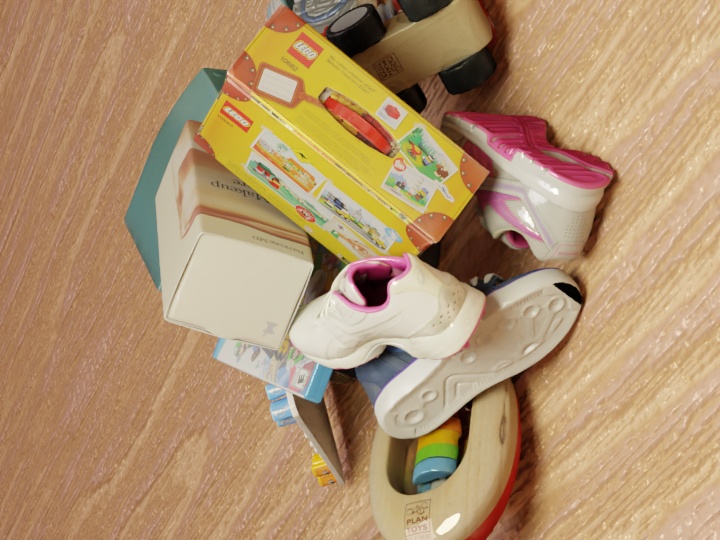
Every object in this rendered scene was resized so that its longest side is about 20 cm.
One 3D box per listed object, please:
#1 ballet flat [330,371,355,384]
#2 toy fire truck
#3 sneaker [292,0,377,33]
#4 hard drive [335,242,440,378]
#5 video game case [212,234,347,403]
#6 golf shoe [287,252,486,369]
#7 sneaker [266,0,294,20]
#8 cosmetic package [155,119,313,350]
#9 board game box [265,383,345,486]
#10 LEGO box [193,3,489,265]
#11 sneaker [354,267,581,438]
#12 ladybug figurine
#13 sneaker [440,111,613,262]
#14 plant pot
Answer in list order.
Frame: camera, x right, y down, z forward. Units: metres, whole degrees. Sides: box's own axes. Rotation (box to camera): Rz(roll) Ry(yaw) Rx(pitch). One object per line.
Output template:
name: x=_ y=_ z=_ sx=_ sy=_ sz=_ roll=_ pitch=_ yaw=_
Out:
ballet flat: x=0.006 y=0.013 z=1.819 sx=0.067 sy=0.046 sz=0.202 roll=-110 pitch=32 yaw=-70
toy fire truck: x=0.028 y=-0.189 z=1.660 sx=0.129 sy=0.175 sz=0.200 roll=57 pitch=-165 yaw=-23
sneaker: x=-0.015 y=-0.202 z=1.807 sx=0.074 sy=0.087 sz=0.202 roll=-4 pitch=68 yaw=30
hard drive: x=0.000 y=0.000 z=1.744 sx=0.134 sy=0.042 sz=0.202 roll=18 pitch=111 yaw=25
video game case: x=-0.057 y=0.026 z=1.675 sx=0.200 sy=0.018 sz=0.144 roll=16 pitch=84 yaw=63
golf shoe: x=0.004 y=0.023 z=1.498 sx=0.199 sy=0.091 sz=0.076 roll=-10 pitch=49 yaw=47
sneaker: x=-0.095 y=-0.182 z=1.901 sx=0.130 sy=0.080 sz=0.201 roll=-34 pitch=35 yaw=17
cosmetic package: x=-0.106 y=-0.033 z=1.615 sx=0.201 sy=0.102 sz=0.088 roll=-106 pitch=36 yaw=-58
board game box: x=-0.069 y=0.083 z=1.845 sx=0.200 sy=0.026 sz=0.202 roll=62 pitch=-170 yaw=-62
LEGO box: x=-0.020 y=-0.089 z=1.512 sx=0.077 sy=0.199 sz=0.149 roll=-52 pitch=3 yaw=-21
sneaker: x=0.073 y=0.026 z=1.559 sx=0.200 sy=0.080 sz=0.147 roll=-39 pitch=41 yaw=20
ladybug figurine: x=0.074 y=0.151 z=1.575 sx=0.135 sy=0.072 sz=0.201 roll=-16 pitch=47 yaw=34
sneaker: x=0.115 y=-0.066 z=1.520 sx=0.200 sy=0.081 sz=0.089 roll=-135 pitch=51 yaw=-58
plant pot: x=-0.137 y=-0.096 z=2.014 sx=0.142 sy=0.140 sz=0.201 roll=57 pitch=136 yaw=50
